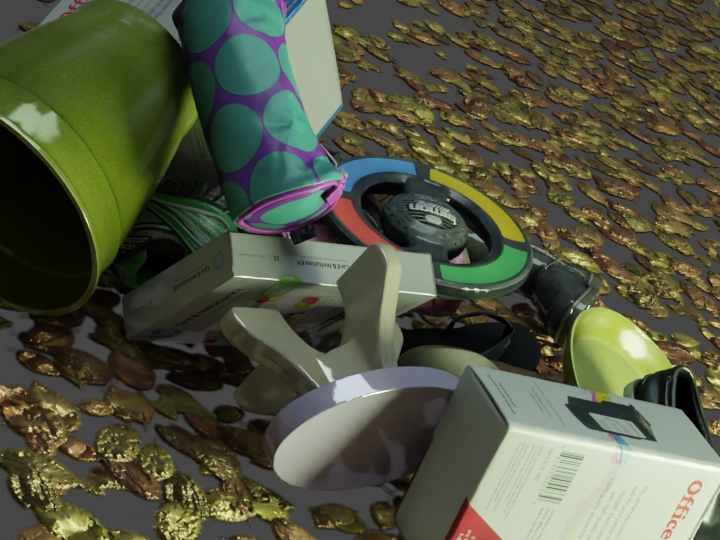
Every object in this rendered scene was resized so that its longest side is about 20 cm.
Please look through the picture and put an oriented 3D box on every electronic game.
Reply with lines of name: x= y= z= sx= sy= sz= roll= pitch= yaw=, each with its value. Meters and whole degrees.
electronic game: x=0.056 y=-0.040 z=1.585 sx=0.199 sy=0.042 sz=0.200 roll=17 pitch=31 yaw=-10

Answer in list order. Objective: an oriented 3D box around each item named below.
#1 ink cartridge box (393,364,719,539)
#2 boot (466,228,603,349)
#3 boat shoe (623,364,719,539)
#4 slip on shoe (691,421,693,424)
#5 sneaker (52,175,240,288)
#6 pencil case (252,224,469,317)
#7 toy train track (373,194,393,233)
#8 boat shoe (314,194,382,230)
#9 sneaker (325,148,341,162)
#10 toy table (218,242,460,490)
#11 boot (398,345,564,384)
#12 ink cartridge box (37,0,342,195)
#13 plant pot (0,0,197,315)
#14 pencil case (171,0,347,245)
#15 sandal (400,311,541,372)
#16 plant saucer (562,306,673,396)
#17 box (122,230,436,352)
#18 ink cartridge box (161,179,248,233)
ink cartridge box: x=0.147 y=0.166 z=1.356 sx=0.199 sy=0.146 sz=0.083 roll=13 pitch=24 yaw=-27
boot: x=0.138 y=-0.009 z=1.804 sx=0.199 sy=0.073 sz=0.182 roll=34 pitch=10 yaw=3
boat shoe: x=0.276 y=0.166 z=1.512 sx=0.074 sy=0.066 sz=0.200 roll=26 pitch=41 yaw=-37
slip on shoe: x=0.177 y=0.150 z=1.456 sx=0.198 sy=0.062 sz=0.074 roll=-6 pitch=31 yaw=2
sneaker: x=-0.200 y=-0.034 z=1.485 sx=0.198 sy=0.078 sz=0.086 roll=7 pitch=55 yaw=11
pencil case: x=0.000 y=0.000 z=1.609 sx=0.199 sy=0.083 sz=0.087 roll=3 pitch=33 yaw=-29
toy train track: x=-0.037 y=-0.059 z=1.685 sx=0.199 sy=0.114 sz=0.033 roll=32 pitch=51 yaw=-31
boat shoe: x=-0.071 y=-0.061 z=1.621 sx=0.199 sy=0.072 sz=0.060 roll=21 pitch=33 yaw=-19
sneaker: x=-0.094 y=-0.127 z=1.717 sx=0.074 sy=0.081 sz=0.200 roll=25 pitch=-12 yaw=44
toy table: x=-0.012 y=0.082 z=1.364 sx=0.200 sy=0.184 sz=0.118 roll=21 pitch=33 yaw=-56
boot: x=0.094 y=0.101 z=1.555 sx=0.199 sy=0.074 sz=0.075 roll=17 pitch=9 yaw=-37
ink cartridge box: x=-0.142 y=-0.172 z=1.544 sx=0.199 sy=0.145 sz=0.148 roll=20 pitch=55 yaw=25
plant pot: x=-0.226 y=-0.105 z=1.392 sx=0.200 sy=0.201 sz=0.193 roll=30 pitch=51 yaw=11
pencil case: x=-0.075 y=-0.124 z=1.363 sx=0.092 sy=0.085 sz=0.201 roll=-14 pitch=67 yaw=-11
sandal: x=0.099 y=0.068 z=1.640 sx=0.199 sy=0.043 sz=0.076 roll=-4 pitch=37 yaw=-49
plant saucer: x=0.236 y=0.127 z=1.589 sx=0.200 sy=0.031 sz=0.201 roll=36 pitch=36 yaw=-31
box: x=-0.064 y=0.020 z=1.449 sx=0.199 sy=0.156 sz=0.041 roll=7 pitch=66 yaw=-38
ink cartridge box: x=-0.161 y=-0.054 z=1.634 sx=0.200 sy=0.041 sz=0.199 roll=36 pitch=25 yaw=20
